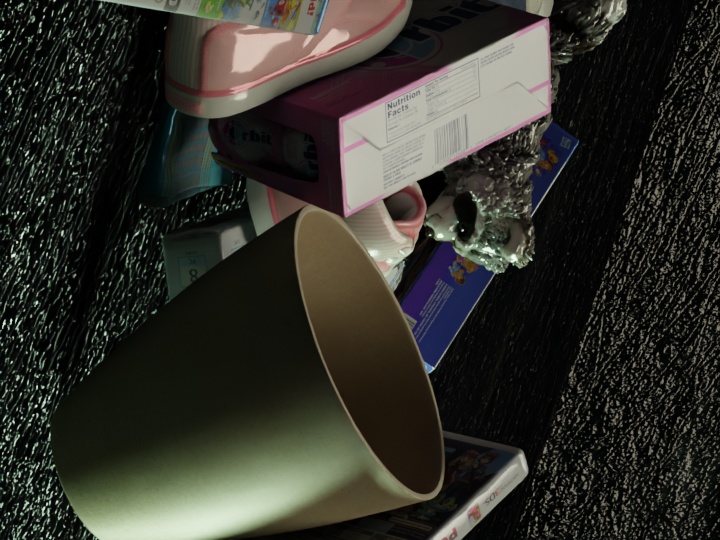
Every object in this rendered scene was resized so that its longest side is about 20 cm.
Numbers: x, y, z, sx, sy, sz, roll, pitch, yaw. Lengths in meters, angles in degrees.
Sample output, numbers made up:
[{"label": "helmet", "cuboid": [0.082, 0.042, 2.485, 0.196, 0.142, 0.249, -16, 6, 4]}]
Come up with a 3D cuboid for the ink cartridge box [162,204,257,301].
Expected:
[{"label": "ink cartridge box", "cuboid": [-0.075, 0.063, 1.770, 0.160, 0.047, 0.202, -28, 112, -73]}]

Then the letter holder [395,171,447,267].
[{"label": "letter holder", "cuboid": [0.051, -0.110, 1.926, 0.142, 0.101, 0.200, -34, -164, 41]}]

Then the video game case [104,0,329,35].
[{"label": "video game case", "cuboid": [-0.067, -0.205, 1.422, 0.199, 0.018, 0.144, 3, 109, -53]}]

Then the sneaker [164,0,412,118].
[{"label": "sneaker", "cuboid": [-0.039, -0.171, 1.558, 0.200, 0.075, 0.105, -31, 131, -42]}]

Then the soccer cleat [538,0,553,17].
[{"label": "soccer cleat", "cuboid": [0.063, -0.232, 1.837, 0.200, 0.070, 0.087, 33, 75, -38]}]

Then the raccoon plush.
[{"label": "raccoon plush", "cuboid": [0.121, -0.089, 1.778, 0.199, 0.135, 0.097, -32, 179, 4]}]

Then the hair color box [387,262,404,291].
[{"label": "hair color box", "cuboid": [-0.008, -0.002, 2.091, 0.111, 0.064, 0.201, -55, 160, -46]}]

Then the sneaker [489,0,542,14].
[{"label": "sneaker", "cuboid": [0.067, -0.221, 1.729, 0.084, 0.075, 0.201, -39, 136, -25]}]

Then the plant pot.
[{"label": "plant pot", "cuboid": [-0.079, 0.085, 1.592, 0.188, 0.199, 0.188, 56, 19, -31]}]

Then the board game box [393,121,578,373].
[{"label": "board game box", "cuboid": [0.072, -0.011, 1.916, 0.201, 0.045, 0.134, -57, -177, -16]}]

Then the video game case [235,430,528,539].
[{"label": "video game case", "cuboid": [-0.026, 0.150, 1.632, 0.182, 0.199, 0.023, -40, 124, -36]}]

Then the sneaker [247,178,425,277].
[{"label": "sneaker", "cuboid": [0.000, 0.000, 1.754, 0.076, 0.104, 0.201, -82, 159, -49]}]

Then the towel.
[{"label": "towel", "cuboid": [-0.081, -0.139, 1.643, 0.147, 0.022, 0.201, -25, 135, -74]}]

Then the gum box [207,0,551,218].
[{"label": "gum box", "cuboid": [0.010, -0.106, 1.617, 0.199, 0.113, 0.067, -28, 126, -39]}]
